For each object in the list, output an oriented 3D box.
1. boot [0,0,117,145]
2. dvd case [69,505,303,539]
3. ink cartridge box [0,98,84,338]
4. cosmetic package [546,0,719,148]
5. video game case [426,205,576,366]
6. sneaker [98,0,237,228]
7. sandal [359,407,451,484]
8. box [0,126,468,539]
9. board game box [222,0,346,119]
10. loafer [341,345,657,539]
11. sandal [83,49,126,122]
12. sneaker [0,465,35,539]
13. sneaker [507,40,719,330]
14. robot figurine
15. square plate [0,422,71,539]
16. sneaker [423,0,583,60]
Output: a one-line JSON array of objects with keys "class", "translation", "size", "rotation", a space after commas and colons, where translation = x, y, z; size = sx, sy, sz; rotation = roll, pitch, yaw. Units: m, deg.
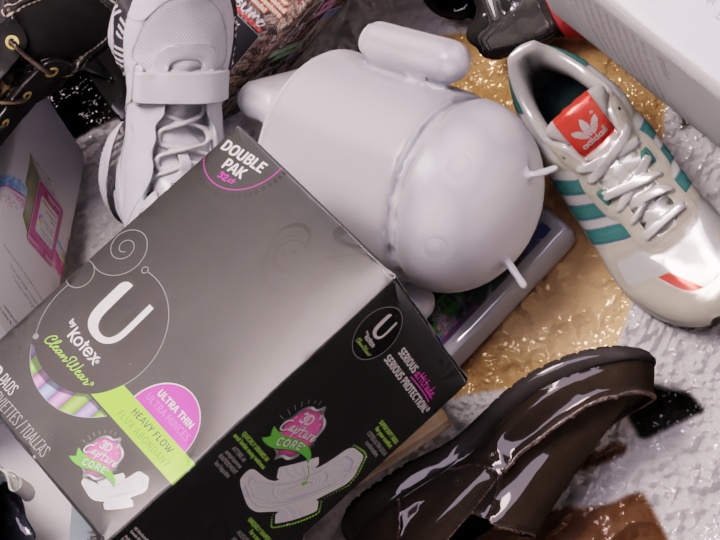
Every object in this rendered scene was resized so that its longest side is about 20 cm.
[{"class": "boot", "translation": [-0.217, -0.096, 1.645], "size": [0.200, 0.073, 0.151], "rotation": [-17, 39, 43]}, {"class": "dvd case", "translation": [-0.102, 0.204, 1.579], "size": [0.146, 0.022, 0.200], "rotation": [12, 105, 29]}, {"class": "ink cartridge box", "translation": [-0.259, -0.014, 1.729], "size": [0.144, 0.085, 0.200], "rotation": [-14, 42, 19]}, {"class": "cosmetic package", "translation": [0.215, -0.165, 1.527], "size": [0.200, 0.166, 0.167], "rotation": [41, 89, 16]}, {"class": "video game case", "translation": [0.000, 0.000, 1.673], "size": [0.200, 0.023, 0.182], "rotation": [-47, 57, 0]}, {"class": "sneaker", "translation": [-0.097, -0.078, 1.599], "size": [0.075, 0.200, 0.115], "rotation": [-5, 43, -21]}, {"class": "sandal", "translation": [-0.048, 0.107, 1.590], "size": [0.212, 0.078, 0.070], "rotation": [-33, 87, 27]}, {"class": "box", "translation": [-0.075, 0.056, 1.495], "size": [0.200, 0.124, 0.149], "rotation": [-42, 55, -5]}, {"class": "board game box", "translation": [-0.074, -0.213, 1.682], "size": [0.159, 0.097, 0.200], "rotation": [45, 117, 5]}, {"class": "loafer", "translation": [0.087, 0.114, 1.561], "size": [0.200, 0.073, 0.071], "rotation": [-36, 68, 14]}, {"class": "sandal", "translation": [-0.165, -0.154, 1.803], "size": [0.075, 0.045, 0.200], "rotation": [-45, 57, 2]}, {"class": "sneaker", "translation": [-0.254, 0.190, 1.642], "size": [0.130, 0.079, 0.199], "rotation": [13, 64, 38]}, {"class": "sneaker", "translation": [0.141, -0.051, 1.584], "size": [0.070, 0.093, 0.200], "rotation": [-38, 58, 7]}, {"class": "robot figurine", "translation": [0.021, -0.056, 1.606], "size": [0.200, 0.113, 0.170], "rotation": [23, 119, 31]}, {"class": "square plate", "translation": [-0.240, 0.145, 1.720], "size": [0.200, 0.028, 0.198], "rotation": [22, 79, 31]}, {"class": "sneaker", "translation": [0.069, -0.206, 1.699], "size": [0.098, 0.071, 0.200], "rotation": [-29, 60, 9]}]
